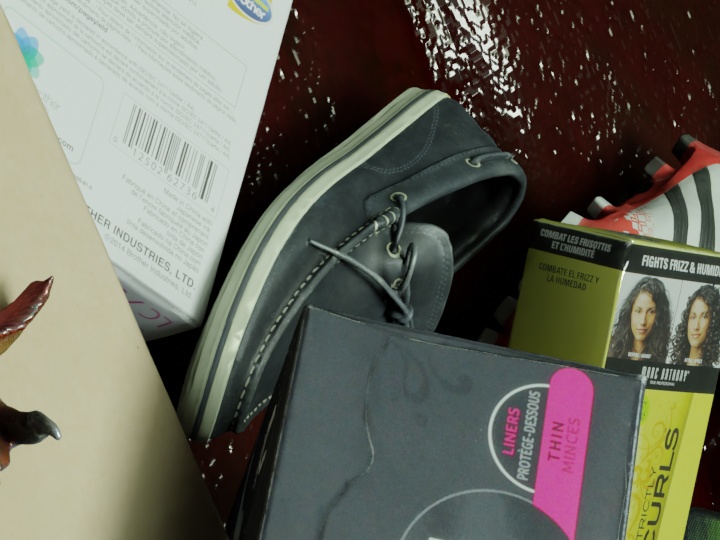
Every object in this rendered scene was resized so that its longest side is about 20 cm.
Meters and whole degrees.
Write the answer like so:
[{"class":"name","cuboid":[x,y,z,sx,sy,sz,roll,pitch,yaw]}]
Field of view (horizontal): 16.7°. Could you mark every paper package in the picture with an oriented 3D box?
[{"class":"paper package","cuboid":[-0.156,0.046,0.668,0.200,0.103,0.191,-35,106,-48]}]

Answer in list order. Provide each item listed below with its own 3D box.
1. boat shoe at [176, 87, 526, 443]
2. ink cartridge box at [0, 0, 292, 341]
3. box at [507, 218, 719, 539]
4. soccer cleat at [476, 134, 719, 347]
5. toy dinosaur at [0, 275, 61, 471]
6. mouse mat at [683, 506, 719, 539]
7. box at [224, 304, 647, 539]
[{"class":"boat shoe","cuboid":[0.000,0.000,0.874,0.062,0.075,0.200,31,40,12]},{"class":"ink cartridge box","cuboid":[-0.082,-0.090,0.838,0.119,0.042,0.201,37,56,-35]},{"class":"box","cuboid":[0.085,0.085,0.919,0.075,0.050,0.201,9,96,-46]},{"class":"soccer cleat","cuboid":[0.121,0.009,1.005,0.085,0.069,0.200,42,37,10]},{"class":"toy dinosaur","cuboid":[-0.160,-0.008,0.548,0.182,0.105,0.200,57,5,-17]},{"class":"mouse mat","cuboid":[0.191,0.213,1.090,0.161,0.008,0.201,17,66,-45]},{"class":"box","cuboid":[0.008,0.112,0.749,0.106,0.200,0.123,12,64,-4]}]
